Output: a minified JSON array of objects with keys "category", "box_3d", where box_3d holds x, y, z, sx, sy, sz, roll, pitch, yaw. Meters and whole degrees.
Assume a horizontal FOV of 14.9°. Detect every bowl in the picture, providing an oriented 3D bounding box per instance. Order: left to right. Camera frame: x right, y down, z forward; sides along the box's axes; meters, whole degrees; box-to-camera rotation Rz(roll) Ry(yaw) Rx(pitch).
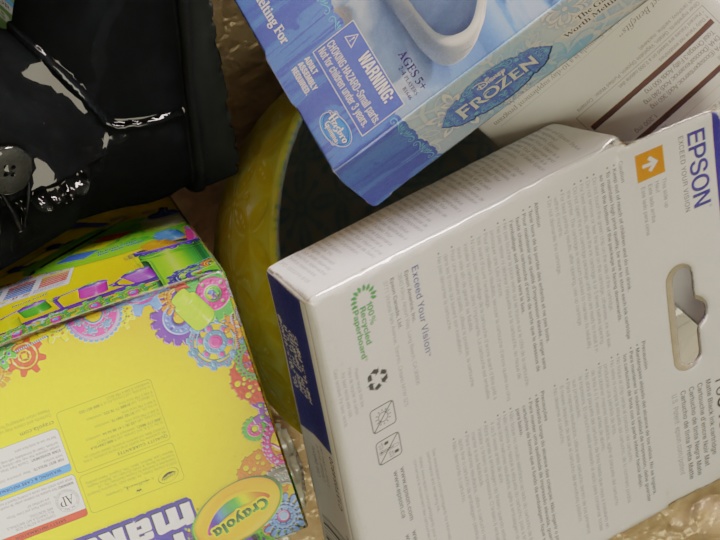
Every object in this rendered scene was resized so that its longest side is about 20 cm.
[{"category":"bowl","box_3d":[0.000,0.000,1.242,0.108,0.200,0.200,-10,141,45]}]

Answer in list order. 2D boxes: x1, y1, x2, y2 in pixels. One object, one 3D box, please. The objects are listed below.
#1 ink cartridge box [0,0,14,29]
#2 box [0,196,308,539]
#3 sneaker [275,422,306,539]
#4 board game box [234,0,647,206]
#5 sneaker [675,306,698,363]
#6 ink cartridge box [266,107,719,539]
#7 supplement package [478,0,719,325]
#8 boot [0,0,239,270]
[{"category":"ink cartridge box","box_3d":[-0.206,-0.094,1.165,0.200,0.059,0.104,-39,125,13]},{"category":"box","box_3d":[-0.150,0.062,1.181,0.200,0.193,0.122,-20,108,-7]},{"category":"sneaker","box_3d":[-0.118,0.118,1.321,0.200,0.099,0.070,-17,96,-45]},{"category":"board game box","box_3d":[0.033,-0.162,1.096,0.199,0.200,0.043,-36,149,10]},{"category":"sneaker","box_3d":[0.168,-0.016,1.324,0.080,0.076,0.200,20,122,-40]},{"category":"ink cartridge box","box_3d":[0.068,0.042,1.154,0.200,0.041,0.200,-25,127,-20]},{"category":"supplement package","box_3d":[0.117,-0.088,1.187,0.110,0.114,0.200,-41,123,15]},{"category":"boot","box_3d":[-0.145,-0.087,1.104,0.168,0.076,0.200,-24,127,-19]}]
